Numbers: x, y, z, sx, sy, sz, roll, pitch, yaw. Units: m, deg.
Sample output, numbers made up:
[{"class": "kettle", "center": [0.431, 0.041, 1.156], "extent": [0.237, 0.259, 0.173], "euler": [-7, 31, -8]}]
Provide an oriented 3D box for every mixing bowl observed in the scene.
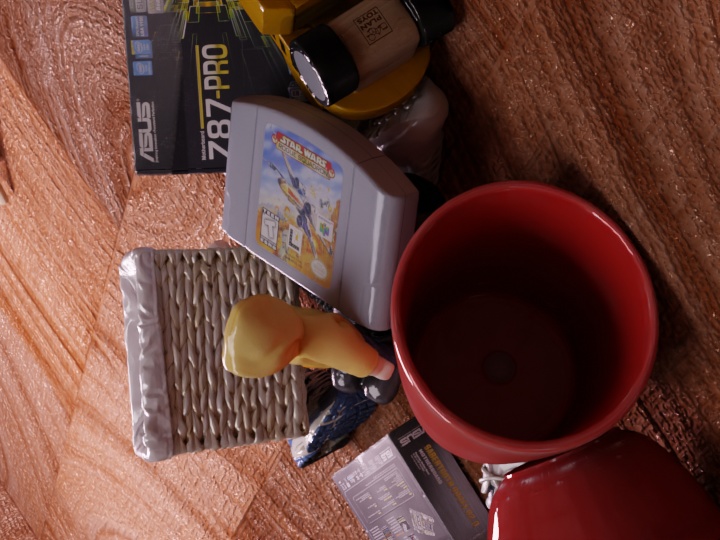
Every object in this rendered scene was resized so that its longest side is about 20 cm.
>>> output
[{"class": "mixing bowl", "center": [0.171, 0.185, 1.525], "extent": [0.109, 0.199, 0.200], "euler": [66, 157, 3]}]

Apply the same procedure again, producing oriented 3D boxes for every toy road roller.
[{"class": "toy road roller", "center": [-0.028, -0.208, 1.556], "extent": [0.201, 0.122, 0.146], "euler": [56, 167, 8]}]

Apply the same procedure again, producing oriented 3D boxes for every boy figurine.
[{"class": "boy figurine", "center": [-0.034, 0.061, 1.560], "extent": [0.124, 0.200, 0.065], "euler": [16, 91, 29]}]

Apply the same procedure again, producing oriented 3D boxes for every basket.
[{"class": "basket", "center": [-0.143, 0.078, 1.953], "extent": [0.198, 0.159, 0.202], "euler": [159, 108, -79]}]

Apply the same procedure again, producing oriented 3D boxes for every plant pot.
[{"class": "plant pot", "center": [0.111, 0.056, 1.516], "extent": [0.201, 0.200, 0.177], "euler": [54, 166, 12]}]

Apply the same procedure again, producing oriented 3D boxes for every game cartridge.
[{"class": "game cartridge", "center": [-0.036, -0.054, 1.564], "extent": [0.200, 0.041, 0.134], "euler": [32, 131, 40]}]

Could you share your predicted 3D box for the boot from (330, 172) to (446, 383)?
[{"class": "boot", "center": [0.051, 0.007, 1.645], "extent": [0.163, 0.066, 0.201], "euler": [8, 133, 4]}]

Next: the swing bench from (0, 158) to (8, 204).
[{"class": "swing bench", "center": [-0.567, -0.193, 2.660], "extent": [0.199, 0.129, 0.201], "euler": [45, 147, 32]}]

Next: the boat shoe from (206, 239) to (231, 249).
[{"class": "boat shoe", "center": [-0.160, 0.035, 2.167], "extent": [0.066, 0.072, 0.200], "euler": [57, 156, 18]}]

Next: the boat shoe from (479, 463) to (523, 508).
[{"class": "boat shoe", "center": [0.137, 0.183, 1.741], "extent": [0.073, 0.065, 0.201], "euler": [23, 138, 54]}]

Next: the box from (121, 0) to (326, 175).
[{"class": "box", "center": [-0.108, -0.180, 1.639], "extent": [0.049, 0.160, 0.202], "euler": [-84, -7, -71]}]

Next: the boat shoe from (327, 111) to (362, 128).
[{"class": "boat shoe", "center": [-0.051, -0.168, 1.730], "extent": [0.072, 0.072, 0.201], "euler": [-100, -15, -58]}]

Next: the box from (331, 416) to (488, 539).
[{"class": "box", "center": [0.057, 0.236, 1.986], "extent": [0.159, 0.048, 0.200], "euler": [57, 157, 6]}]

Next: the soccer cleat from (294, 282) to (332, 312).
[{"class": "soccer cleat", "center": [0.000, 0.000, 1.808], "extent": [0.068, 0.073, 0.200], "euler": [38, 165, -12]}]

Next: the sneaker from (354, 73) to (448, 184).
[{"class": "sneaker", "center": [0.035, -0.095, 1.636], "extent": [0.080, 0.077, 0.200], "euler": [42, 158, -5]}]

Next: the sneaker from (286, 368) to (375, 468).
[{"class": "sneaker", "center": [-0.048, 0.137, 2.054], "extent": [0.086, 0.077, 0.200], "euler": [60, 157, 11]}]
